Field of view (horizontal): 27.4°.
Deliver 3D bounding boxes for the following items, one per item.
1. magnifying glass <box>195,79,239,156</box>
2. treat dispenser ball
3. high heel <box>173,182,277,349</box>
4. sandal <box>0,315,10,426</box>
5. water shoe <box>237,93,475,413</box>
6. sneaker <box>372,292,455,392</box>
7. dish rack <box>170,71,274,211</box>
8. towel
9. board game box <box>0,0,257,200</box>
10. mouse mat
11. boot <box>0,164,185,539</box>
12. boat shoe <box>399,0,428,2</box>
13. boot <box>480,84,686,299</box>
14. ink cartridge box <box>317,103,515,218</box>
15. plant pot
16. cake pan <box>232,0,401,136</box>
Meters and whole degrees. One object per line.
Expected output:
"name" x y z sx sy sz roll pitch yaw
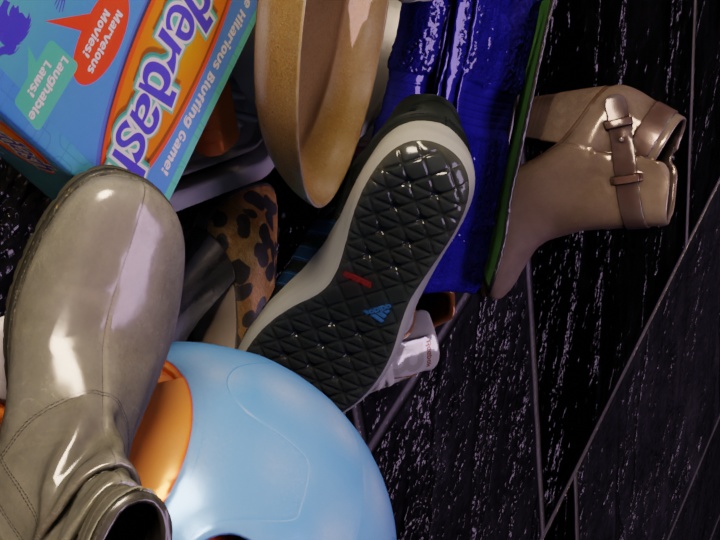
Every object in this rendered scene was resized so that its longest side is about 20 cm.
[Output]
"magnifying glass" -0.080 -0.143 0.669 0.080 0.022 0.201 -51 146 -44
"treat dispenser ball" -0.083 0.134 0.688 0.201 0.200 0.202 -42 138 -52
"high heel" -0.057 0.052 0.854 0.143 0.071 0.200 -57 141 -24
"sandal" -0.199 0.089 0.598 0.207 0.059 0.079 -50 145 -5
"water shoe" 0.000 0.000 0.766 0.200 0.071 0.079 -53 -167 29
"sneaker" 0.000 0.051 0.971 0.200 0.084 0.073 -45 143 -47
"dish rack" -0.094 -0.117 0.727 0.200 0.043 0.173 -28 126 -59
"towel" 0.059 -0.082 0.873 0.147 0.049 0.201 -1 104 -61
"board game box" -0.109 -0.121 0.557 0.153 0.045 0.200 -66 152 -14
"mouse mat" 0.101 -0.087 0.939 0.161 0.007 0.201 -47 148 -85
"boot" -0.092 0.068 0.529 0.067 0.131 0.201 17 92 -29
"boat shoe" 0.053 -0.191 0.738 0.202 0.064 0.075 -82 176 -57
"boot" 0.190 -0.060 1.249 0.070 0.146 0.201 1 102 -67
"ink cartridge box" 0.042 -0.115 0.974 0.144 0.084 0.201 -31 131 -57
"plant pot" -0.014 -0.129 0.672 0.200 0.027 0.201 10 90 -82
"cake pan" -0.016 -0.164 0.779 0.200 0.037 0.201 -42 139 -52
